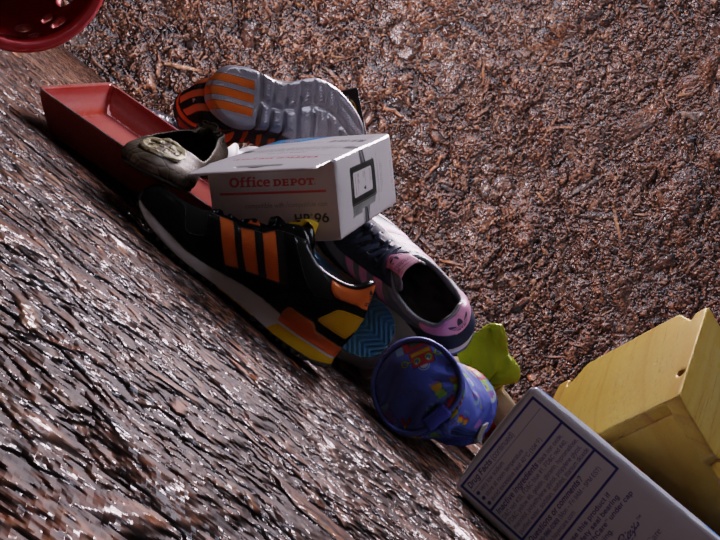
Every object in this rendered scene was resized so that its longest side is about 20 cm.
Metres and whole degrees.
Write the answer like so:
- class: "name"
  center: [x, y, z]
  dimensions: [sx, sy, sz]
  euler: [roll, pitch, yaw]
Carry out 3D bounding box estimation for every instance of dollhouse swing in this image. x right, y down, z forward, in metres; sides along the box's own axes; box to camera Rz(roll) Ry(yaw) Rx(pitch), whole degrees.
- class: "dollhouse swing"
  center: [0.290, 0.181, 1.041]
  dimensions: [0.176, 0.200, 0.182]
  euler: [44, 44, -7]

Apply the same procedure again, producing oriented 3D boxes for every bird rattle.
- class: "bird rattle"
  center: [0.146, 0.150, 1.186]
  dimensions: [0.200, 0.113, 0.163]
  euler: [47, -13, -15]

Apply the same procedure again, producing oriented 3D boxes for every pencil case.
- class: "pencil case"
  center: [0.069, 0.112, 0.964]
  dimensions: [0.087, 0.078, 0.200]
  euler: [51, 5, 19]

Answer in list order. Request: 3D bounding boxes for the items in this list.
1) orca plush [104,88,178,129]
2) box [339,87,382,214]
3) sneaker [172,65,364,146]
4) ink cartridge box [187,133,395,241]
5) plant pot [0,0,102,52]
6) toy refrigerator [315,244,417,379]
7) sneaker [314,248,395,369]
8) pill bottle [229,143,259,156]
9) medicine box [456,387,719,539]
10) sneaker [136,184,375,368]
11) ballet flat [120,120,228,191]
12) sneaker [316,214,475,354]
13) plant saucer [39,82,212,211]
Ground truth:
- class: "orca plush"
  center: [-0.218, -0.120, 1.209]
  dimensions: [0.199, 0.107, 0.071]
  euler: [16, -12, -42]
- class: "box"
  center: [-0.006, -0.104, 1.291]
  dimensions: [0.200, 0.044, 0.162]
  euler: [78, 2, -81]
- class: "sneaker"
  center: [-0.095, -0.150, 1.097]
  dimensions: [0.199, 0.079, 0.111]
  euler: [16, -14, -39]
- class: "ink cartridge box"
  center: [-0.053, -0.068, 0.938]
  dimensions: [0.115, 0.069, 0.200]
  euler: [-1, 13, 19]
- class: "plant pot"
  center: [-0.404, -0.359, 1.234]
  dimensions: [0.182, 0.202, 0.200]
  euler: [29, -6, 46]
- class: "toy refrigerator"
  center: [0.000, 0.000, 1.107]
  dimensions: [0.201, 0.076, 0.070]
  euler: [61, 24, 13]
- class: "sneaker"
  center: [-0.051, 0.022, 1.038]
  dimensions: [0.200, 0.077, 0.081]
  euler: [42, -13, 17]
- class: "pill bottle"
  center: [-0.123, -0.078, 1.341]
  dimensions: [0.199, 0.112, 0.111]
  euler: [38, 1, -30]
- class: "medicine box"
  center: [0.193, 0.201, 0.888]
  dimensions: [0.200, 0.103, 0.182]
  euler: [41, 1, 19]
- class: "sneaker"
  center: [-0.078, -0.016, 0.861]
  dimensions: [0.200, 0.090, 0.070]
  euler: [39, 1, 2]
- class: "ballet flat"
  center: [-0.150, -0.102, 0.938]
  dimensions: [0.067, 0.047, 0.200]
  euler: [31, 11, 3]
- class: "sneaker"
  center: [0.029, -0.010, 1.015]
  dimensions: [0.200, 0.070, 0.082]
  euler: [40, -12, 15]
- class: "plant saucer"
  center: [-0.192, -0.104, 1.038]
  dimensions: [0.199, 0.037, 0.200]
  euler: [36, 11, -2]
